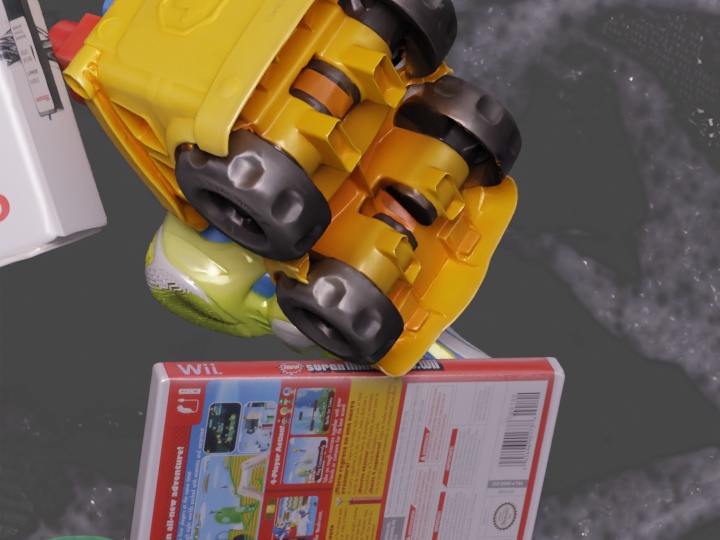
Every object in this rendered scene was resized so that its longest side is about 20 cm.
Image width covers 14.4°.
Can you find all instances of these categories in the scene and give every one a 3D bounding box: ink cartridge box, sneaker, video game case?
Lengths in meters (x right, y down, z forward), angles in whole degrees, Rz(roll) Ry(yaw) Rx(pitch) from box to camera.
[{"bbox_3d":[-0.209,-0.087,1.210,0.146,0.083,0.201,-17,91,12],"label":"ink cartridge box"},{"bbox_3d":[0.000,0.000,1.387,0.199,0.076,0.106,24,74,-13],"label":"sneaker"},{"bbox_3d":[-0.009,0.107,1.355,0.199,0.017,0.144,0,119,-19],"label":"video game case"}]

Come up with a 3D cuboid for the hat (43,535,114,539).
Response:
[{"bbox_3d":[-0.198,0.155,1.329,0.165,0.176,0.201,-33,130,-22],"label":"hat"}]

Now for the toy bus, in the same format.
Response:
[{"bbox_3d":[-0.047,-0.064,1.299,0.136,0.191,0.200,-57,139,-20],"label":"toy bus"}]
